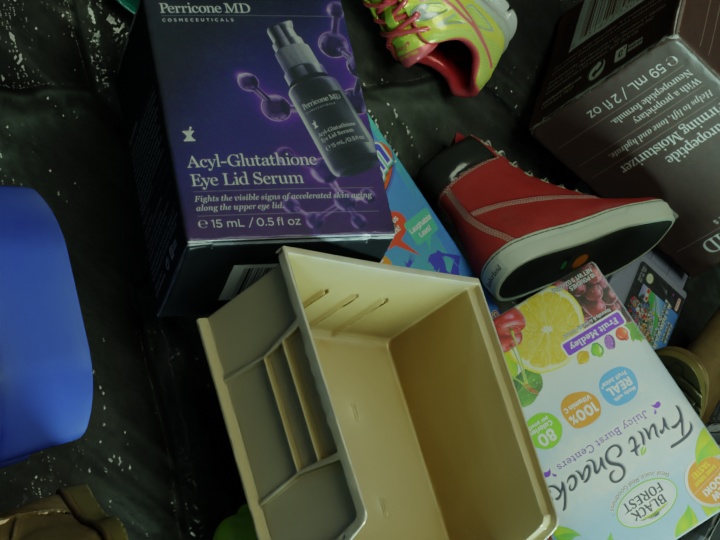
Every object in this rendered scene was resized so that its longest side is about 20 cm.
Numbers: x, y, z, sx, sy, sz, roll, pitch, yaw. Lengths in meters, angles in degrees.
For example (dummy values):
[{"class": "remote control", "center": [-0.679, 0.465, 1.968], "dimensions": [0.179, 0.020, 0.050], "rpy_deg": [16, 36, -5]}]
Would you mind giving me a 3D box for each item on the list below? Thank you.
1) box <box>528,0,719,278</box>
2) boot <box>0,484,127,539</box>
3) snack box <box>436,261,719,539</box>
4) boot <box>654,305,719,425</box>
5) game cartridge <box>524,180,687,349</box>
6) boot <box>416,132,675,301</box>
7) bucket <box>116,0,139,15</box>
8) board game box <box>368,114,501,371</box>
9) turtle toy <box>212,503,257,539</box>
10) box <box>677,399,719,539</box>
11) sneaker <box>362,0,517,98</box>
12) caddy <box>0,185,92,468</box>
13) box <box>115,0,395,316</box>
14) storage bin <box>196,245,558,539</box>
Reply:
[{"class": "box", "center": [0.273, -0.139, 1.653], "dimensions": [0.200, 0.166, 0.165], "rpy_deg": [40, 43, -19]}, {"class": "boot", "center": [-0.232, 0.186, 1.136], "dimensions": [0.199, 0.175, 0.067], "rpy_deg": [-12, 101, -18]}, {"class": "snack box", "center": [0.161, 0.114, 1.454], "dimensions": [0.142, 0.053, 0.201], "rpy_deg": [-29, 77, -14]}, {"class": "boot", "center": [0.265, 0.077, 1.599], "dimensions": [0.066, 0.176, 0.200], "rpy_deg": [32, 47, 15]}, {"class": "game cartridge", "center": [0.194, 0.036, 1.639], "dimensions": [0.129, 0.038, 0.201], "rpy_deg": [38, 56, -17]}, {"class": "boot", "center": [0.144, -0.061, 1.592], "dimensions": [0.199, 0.073, 0.145], "rpy_deg": [-11, 55, -38]}, {"class": "bucket", "center": [-0.103, -0.273, 1.450], "dimensions": [0.206, 0.135, 0.209], "rpy_deg": [13, 66, -33]}, {"class": "board game box", "center": [0.000, 0.000, 1.495], "dimensions": [0.152, 0.045, 0.201], "rpy_deg": [-42, 101, -38]}, {"class": "turtle toy", "center": [-0.032, 0.245, 1.331], "dimensions": [0.200, 0.145, 0.101], "rpy_deg": [54, 42, -9]}, {"class": "box", "center": [0.285, 0.216, 1.563], "dimensions": [0.158, 0.050, 0.201], "rpy_deg": [-55, 142, -27]}, {"class": "sneaker", "center": [0.039, -0.206, 1.574], "dimensions": [0.199, 0.078, 0.091], "rpy_deg": [32, 60, -25]}, {"class": "caddy", "center": [-0.247, 0.038, 1.234], "dimensions": [0.104, 0.141, 0.201], "rpy_deg": [-6, 78, -41]}, {"class": "box", "center": [-0.076, -0.081, 1.380], "dimensions": [0.147, 0.104, 0.201], "rpy_deg": [-4, 63, -20]}, {"class": "storage bin", "center": [0.014, 0.104, 1.331], "dimensions": [0.199, 0.094, 0.200], "rpy_deg": [9, 55, -49]}]
